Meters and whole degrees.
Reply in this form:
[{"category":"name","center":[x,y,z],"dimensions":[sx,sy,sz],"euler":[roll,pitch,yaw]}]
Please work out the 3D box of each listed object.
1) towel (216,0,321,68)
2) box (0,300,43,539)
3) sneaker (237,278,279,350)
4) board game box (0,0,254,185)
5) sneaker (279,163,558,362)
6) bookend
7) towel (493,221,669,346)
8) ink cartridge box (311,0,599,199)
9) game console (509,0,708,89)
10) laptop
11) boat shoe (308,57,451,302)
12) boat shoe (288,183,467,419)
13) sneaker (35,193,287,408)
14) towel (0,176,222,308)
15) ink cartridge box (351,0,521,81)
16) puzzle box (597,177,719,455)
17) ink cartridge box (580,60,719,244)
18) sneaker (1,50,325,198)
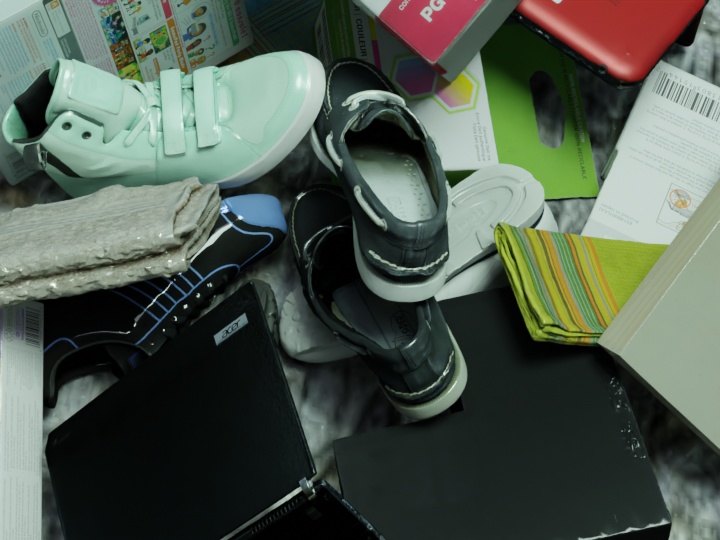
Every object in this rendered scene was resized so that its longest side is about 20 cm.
[{"category":"towel","center":[-0.094,-0.151,1.040],"dimensions":[0.199,0.022,0.147],"euler":[-31,71,-21]},{"category":"box","center":[-0.212,0.114,0.840],"dimensions":[0.038,0.041,0.202],"euler":[-11,74,27]},{"category":"sneaker","center":[-0.108,0.085,0.886],"dimensions":[0.090,0.076,0.201],"euler":[18,59,7]},{"category":"board game box","center":[-0.175,-0.164,0.939],"dimensions":[0.199,0.148,0.064],"euler":[-31,64,-13]},{"category":"sneaker","center":[0.042,0.013,0.948],"dimensions":[0.199,0.081,0.077],"euler":[-27,52,0]},{"category":"bookend","center":[0.064,0.110,0.889],"dimensions":[0.198,0.092,0.200],"euler":[-12,54,-4]},{"category":"towel","center":[0.179,0.011,0.906],"dimensions":[0.198,0.018,0.087],"euler":[5,50,-28]},{"category":"ink cartridge box","center":[0.075,-0.126,1.008],"dimensions":[0.198,0.076,0.149],"euler":[-4,72,-13]},{"category":"game console","center":[0.141,-0.205,1.045],"dimensions":[0.199,0.119,0.173],"euler":[36,60,11]},{"category":"laptop","center":[-0.062,0.145,0.798],"dimensions":[0.200,0.177,0.104],"euler":[45,26,-19]},{"category":"boat shoe","center":[0.015,-0.072,0.867],"dimensions":[0.075,0.061,0.201],"euler":[-9,47,-15]},{"category":"boat shoe","center":[-0.002,0.002,0.880],"dimensions":[0.074,0.066,0.200],"euler":[-30,49,5]},{"category":"sneaker","center":[-0.129,0.020,0.921],"dimensions":[0.199,0.070,0.078],"euler":[-24,71,-12]},{"category":"towel","center":[-0.183,-0.013,0.845],"dimensions":[0.198,0.133,0.035],"euler":[-12,106,5]},{"category":"ink cartridge box","center":[0.003,-0.216,0.897],"dimensions":[0.200,0.145,0.083],"euler":[42,99,3]},{"category":"puzzle box","center":[0.247,0.048,0.896],"dimensions":[0.200,0.025,0.133],"euler":[40,85,-32]},{"category":"ink cartridge box","center":[0.267,-0.038,1.026],"dimensions":[0.199,0.045,0.177],"euler":[26,61,5]},{"category":"sneaker","center":[-0.126,-0.098,0.892],"dimensions":[0.199,0.118,0.074],"euler":[-20,62,22]}]
